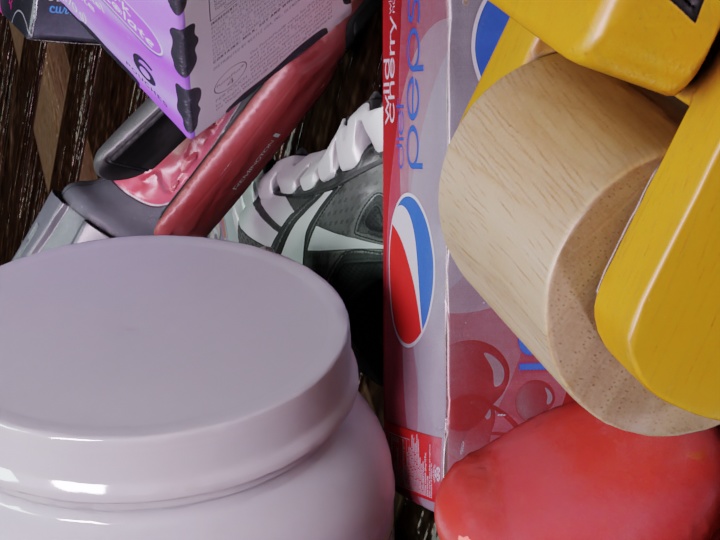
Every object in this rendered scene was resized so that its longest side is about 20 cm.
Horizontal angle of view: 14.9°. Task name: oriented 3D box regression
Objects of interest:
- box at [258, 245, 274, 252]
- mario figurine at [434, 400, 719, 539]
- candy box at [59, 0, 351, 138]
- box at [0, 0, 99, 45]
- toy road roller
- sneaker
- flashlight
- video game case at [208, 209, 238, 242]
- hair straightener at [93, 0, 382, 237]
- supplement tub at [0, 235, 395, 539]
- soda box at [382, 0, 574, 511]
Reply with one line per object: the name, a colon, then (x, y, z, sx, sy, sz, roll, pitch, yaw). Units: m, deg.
box: (-0.010, 0.091, 0.914, 0.039, 0.041, 0.200, -70, -42, -88)
mario figurine: (0.065, 0.123, 0.750, 0.123, 0.106, 0.200, 31, 120, 23)
candy box: (-0.079, -0.151, 0.762, 0.168, 0.072, 0.200, 47, 166, 14)
box: (-0.086, -0.162, 1.119, 0.200, 0.132, 0.115, -137, 53, -66)
toy road roller: (0.054, -0.077, 0.615, 0.200, 0.146, 0.123, -67, 24, 12)
sneaker: (0.000, 0.000, 0.960, 0.200, 0.066, 0.091, 150, 121, -67)
flashlight: (-0.060, -0.069, 1.013, 0.068, 0.068, 0.200, 37, 98, 23)
video game case: (-0.053, 0.055, 1.196, 0.182, 0.024, 0.200, -152, 64, -70)
hair straightener: (-0.028, -0.105, 0.945, 0.077, 0.041, 0.200, 45, 108, 20)
supplement tub: (-0.061, 0.105, 0.819, 0.145, 0.145, 0.200, -123, 28, -59)
soda box: (0.046, -0.031, 0.809, 0.063, 0.070, 0.200, -170, 80, -72)
